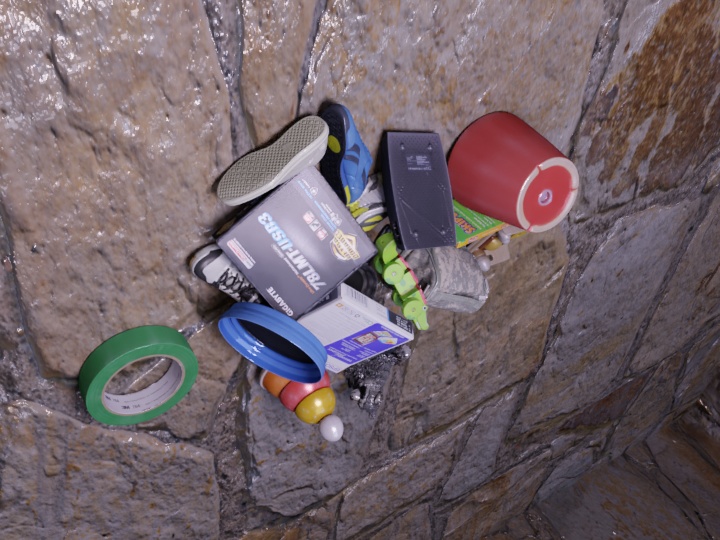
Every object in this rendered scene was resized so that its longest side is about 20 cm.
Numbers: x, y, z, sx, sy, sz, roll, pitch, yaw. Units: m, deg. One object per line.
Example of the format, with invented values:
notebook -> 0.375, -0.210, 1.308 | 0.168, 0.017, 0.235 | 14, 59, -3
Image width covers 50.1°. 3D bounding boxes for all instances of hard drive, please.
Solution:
hard drive -> 0.097, -0.135, 1.327 | 0.134, 0.202, 0.042 | -7, 176, -37

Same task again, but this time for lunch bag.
lunch bag -> 0.146, 0.006, 1.515 | 0.199, 0.168, 0.140 | 13, 121, -48

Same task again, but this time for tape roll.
tape roll -> -0.384, 0.185, 1.342 | 0.199, 0.048, 0.201 | -24, 142, -20

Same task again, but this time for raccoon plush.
raccoon plush -> 0.057, 0.240, 1.718 | 0.199, 0.134, 0.097 | -25, 141, -18

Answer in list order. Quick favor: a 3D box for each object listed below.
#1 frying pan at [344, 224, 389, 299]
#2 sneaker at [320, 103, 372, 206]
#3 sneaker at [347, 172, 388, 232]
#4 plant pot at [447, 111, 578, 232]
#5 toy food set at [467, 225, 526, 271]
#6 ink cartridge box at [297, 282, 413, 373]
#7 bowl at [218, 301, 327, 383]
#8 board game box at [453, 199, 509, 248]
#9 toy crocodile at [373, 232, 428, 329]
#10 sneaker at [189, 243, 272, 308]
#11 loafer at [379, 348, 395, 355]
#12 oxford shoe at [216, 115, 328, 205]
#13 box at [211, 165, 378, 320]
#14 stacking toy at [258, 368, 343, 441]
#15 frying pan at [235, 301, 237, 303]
frying pan -> -0.014, 0.004, 1.392 | 0.114, 0.031, 0.191 | -10, 122, -34
sneaker -> -0.020, -0.195, 1.247 | 0.078, 0.066, 0.201 | -39, 147, -26
sneaker -> 0.006, -0.107, 1.367 | 0.199, 0.075, 0.085 | -27, 161, -15
plant pot -> 0.286, -0.168, 1.406 | 0.199, 0.177, 0.202 | -16, 125, -24
toy food set -> 0.310, -0.056, 1.638 | 0.143, 0.061, 0.200 | -17, 165, -28
ink cartridge box -> -0.040, 0.110, 1.400 | 0.199, 0.044, 0.198 | -28, 139, 32
bowl -> -0.145, 0.122, 1.302 | 0.040, 0.199, 0.201 | -62, 153, -26
board game box -> 0.233, -0.112, 1.524 | 0.199, 0.096, 0.030 | -21, 150, -24
toy crocodile -> 0.077, 0.022, 1.372 | 0.061, 0.068, 0.201 | -30, 116, -4
sneaker -> -0.196, 0.019, 1.296 | 0.076, 0.088, 0.199 | -47, 142, 15
loafer -> 0.005, 0.144, 1.634 | 0.199, 0.073, 0.073 | -14, 130, -45
oxford shoe -> -0.128, -0.159, 1.178 | 0.199, 0.075, 0.058 | -37, 155, -7
box -> -0.104, -0.045, 1.256 | 0.198, 0.050, 0.200 | -40, 115, -6
stacking toy -> -0.100, 0.256, 1.534 | 0.145, 0.201, 0.146 | -27, 153, -15
frying pan -> -0.175, 0.105, 1.462 | 0.114, 0.031, 0.191 | -24, 144, -24
